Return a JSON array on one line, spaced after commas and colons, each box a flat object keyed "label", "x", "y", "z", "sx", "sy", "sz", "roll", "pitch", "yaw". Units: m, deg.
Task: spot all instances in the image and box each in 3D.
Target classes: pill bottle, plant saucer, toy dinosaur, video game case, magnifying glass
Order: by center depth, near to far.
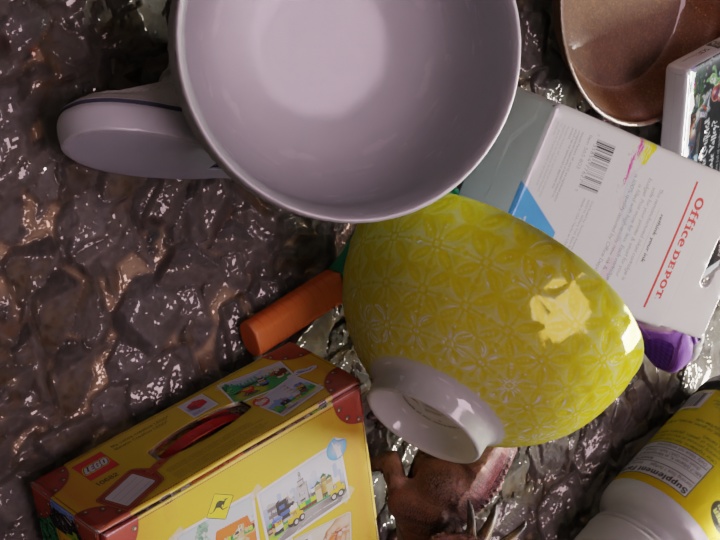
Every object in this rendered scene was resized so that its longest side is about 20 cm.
[{"label": "magnifying glass", "x": 0.000, "y": 0.000, "z": 1.133, "sx": 0.200, "sy": 0.022, "sz": 0.080, "roll": -31, "pitch": 121, "yaw": -32}, {"label": "toy dinosaur", "x": 0.068, "y": 0.144, "z": 1.157, "sx": 0.086, "sy": 0.135, "sz": 0.201, "roll": 26, "pitch": 83, "yaw": -43}, {"label": "plant saucer", "x": 0.203, "y": -0.209, "z": 1.252, "sx": 0.200, "sy": 0.037, "sz": 0.202, "roll": -12, "pitch": 109, "yaw": -40}, {"label": "video game case", "x": 0.295, "y": -0.097, "z": 1.347, "sx": 0.181, "sy": 0.023, "sz": 0.201, "roll": -29, "pitch": 130, "yaw": -39}, {"label": "pill bottle", "x": 0.266, "y": 0.187, "z": 1.367, "sx": 0.200, "sy": 0.114, "sz": 0.115, "roll": -42, "pitch": 126, "yaw": -26}]

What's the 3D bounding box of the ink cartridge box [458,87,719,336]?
[{"label": "ink cartridge box", "x": 0.168, "y": -0.038, "z": 1.159, "sx": 0.199, "sy": 0.068, "sz": 0.116, "roll": 19, "pitch": 98, "yaw": -32}]

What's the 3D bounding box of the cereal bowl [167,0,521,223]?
[{"label": "cereal bowl", "x": -0.015, "y": -0.127, "z": 0.954, "sx": 0.199, "sy": 0.083, "sz": 0.201, "roll": -1, "pitch": 95, "yaw": -16}]

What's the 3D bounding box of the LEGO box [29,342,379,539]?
[{"label": "LEGO box", "x": -0.088, "y": 0.159, "z": 1.045, "sx": 0.200, "sy": 0.077, "sz": 0.150, "roll": -27, "pitch": 124, "yaw": -33}]

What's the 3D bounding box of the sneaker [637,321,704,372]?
[{"label": "sneaker", "x": 0.189, "y": 0.010, "z": 1.278, "sx": 0.088, "sy": 0.080, "sz": 0.200, "roll": -44, "pitch": 123, "yaw": -17}]

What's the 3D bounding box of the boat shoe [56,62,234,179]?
[{"label": "boat shoe", "x": -0.093, "y": -0.097, "z": 0.999, "sx": 0.199, "sy": 0.071, "sz": 0.070, "roll": 0, "pitch": 74, "yaw": -38}]

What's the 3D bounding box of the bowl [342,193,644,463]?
[{"label": "bowl", "x": 0.063, "y": 0.053, "z": 1.048, "sx": 0.200, "sy": 0.200, "sz": 0.108, "roll": 52, "pitch": 59, "yaw": -38}]
